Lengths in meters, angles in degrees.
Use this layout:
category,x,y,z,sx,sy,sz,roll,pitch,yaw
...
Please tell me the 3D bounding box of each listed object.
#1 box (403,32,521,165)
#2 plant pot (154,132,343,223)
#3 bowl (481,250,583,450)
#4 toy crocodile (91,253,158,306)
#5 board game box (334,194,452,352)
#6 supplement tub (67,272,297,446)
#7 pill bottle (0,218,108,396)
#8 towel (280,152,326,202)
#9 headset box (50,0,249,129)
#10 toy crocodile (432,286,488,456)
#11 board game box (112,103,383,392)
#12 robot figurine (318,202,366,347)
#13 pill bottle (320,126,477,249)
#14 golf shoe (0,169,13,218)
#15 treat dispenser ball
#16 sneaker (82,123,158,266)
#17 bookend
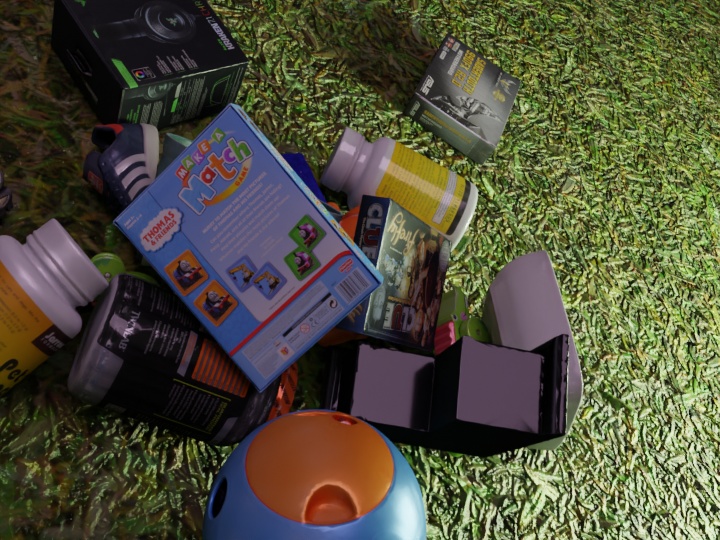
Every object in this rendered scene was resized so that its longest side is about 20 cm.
category,x,y,z,sx,sy,sz,roll,pitch,yaw
box,0.173,-0.288,1.224,0.157,0.048,0.202,32,49,-4
plant pot,-0.132,-0.038,0.770,0.197,0.136,0.200,24,6,-3
bowl,0.193,0.101,0.888,0.073,0.202,0.203,-5,57,0
toy crocodile,-0.301,0.010,0.750,0.196,0.067,0.063,8,92,-22
board game box,0.044,0.011,0.814,0.199,0.034,0.139,22,78,-63
supplement tub,-0.168,0.094,0.718,0.197,0.122,0.124,26,49,-23
pill bottle,-0.323,0.047,0.642,0.199,0.109,0.109,-41,81,-14
towel,-0.133,-0.085,0.919,0.197,0.050,0.150,-10,65,-33
headset box,-0.276,-0.278,0.946,0.198,0.093,0.175,-25,72,-37
toy crocodile,0.113,0.118,0.881,0.061,0.067,0.204,15,63,-36
board game box,-0.098,-0.018,0.655,0.201,0.151,0.037,49,11,-4
robot figurine,0.001,0.001,0.890,0.142,0.118,0.201,24,49,11
pill bottle,0.049,-0.109,0.993,0.197,0.112,0.113,27,49,-10
golf shoe,-0.429,-0.057,0.702,0.076,0.096,0.201,17,44,15
treat dispenser ball,-0.039,0.227,0.655,0.197,0.202,0.204,14,53,-19
sneaker,-0.270,-0.089,0.836,0.083,0.076,0.202,4,47,-27
bookend,0.071,0.114,0.728,0.195,0.199,0.094,11,69,-8
